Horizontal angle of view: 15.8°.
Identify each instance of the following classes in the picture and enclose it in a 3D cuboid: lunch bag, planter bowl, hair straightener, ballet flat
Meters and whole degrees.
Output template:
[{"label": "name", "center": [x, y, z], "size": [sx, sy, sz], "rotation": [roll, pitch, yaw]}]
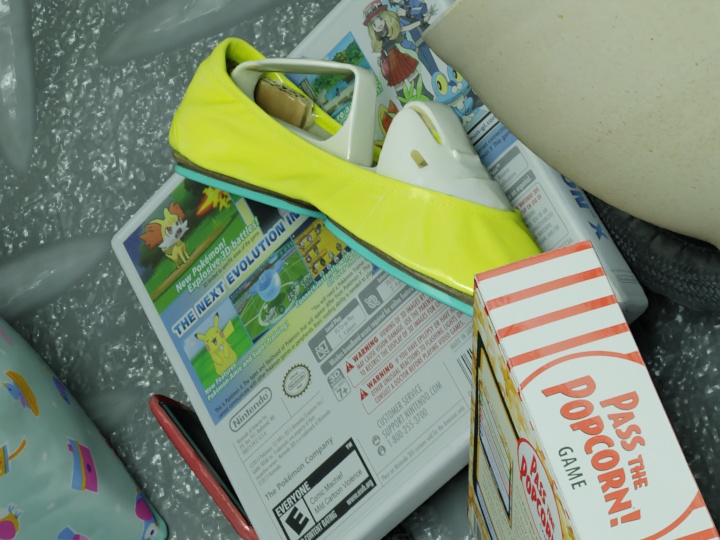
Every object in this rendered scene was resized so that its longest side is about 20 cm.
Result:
[{"label": "lunch bag", "center": [-0.203, 0.055, 1.124], "size": [0.122, 0.170, 0.200], "rotation": [-42, 57, 3]}, {"label": "planter bowl", "center": [0.138, -0.085, 0.862], "size": [0.200, 0.200, 0.135], "rotation": [-36, 92, 16]}, {"label": "hair straightener", "center": [-0.011, 0.103, 1.071], "size": [0.077, 0.041, 0.200], "rotation": [-43, 57, 12]}, {"label": "ballet flat", "center": [0.003, -0.039, 0.979], "size": [0.200, 0.067, 0.067], "rotation": [27, 101, 39]}]

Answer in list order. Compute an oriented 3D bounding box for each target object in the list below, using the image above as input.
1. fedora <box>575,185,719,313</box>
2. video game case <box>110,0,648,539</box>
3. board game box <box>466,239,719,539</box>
[{"label": "fedora", "center": [0.168, -0.077, 0.994], "size": [0.200, 0.091, 0.202], "rotation": [-6, 77, 30]}, {"label": "video game case", "center": [0.000, 0.000, 1.034], "size": [0.200, 0.022, 0.183], "rotation": [-43, 62, 29]}, {"label": "board game box", "center": [0.083, 0.106, 0.921], "size": [0.046, 0.200, 0.152], "rotation": [-17, 62, -8]}]
